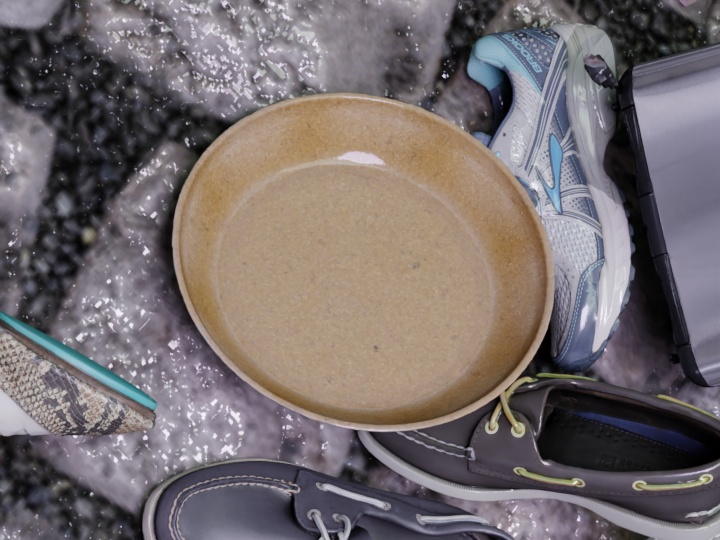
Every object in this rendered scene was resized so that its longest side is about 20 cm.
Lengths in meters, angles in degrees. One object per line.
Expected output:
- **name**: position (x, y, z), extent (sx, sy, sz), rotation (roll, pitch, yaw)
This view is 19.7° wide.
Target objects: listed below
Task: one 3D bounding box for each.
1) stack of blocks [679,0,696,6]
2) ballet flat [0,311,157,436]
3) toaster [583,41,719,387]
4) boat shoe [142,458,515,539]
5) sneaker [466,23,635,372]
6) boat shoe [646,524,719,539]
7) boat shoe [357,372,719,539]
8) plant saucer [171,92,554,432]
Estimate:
- **stack of blocks**: position (0.229, -0.217, 1.256), extent (0.200, 0.058, 0.115), rotation (43, 62, -13)
- **ballet flat**: position (-0.191, 0.031, 0.977), extent (0.200, 0.068, 0.075), rotation (41, 85, -8)
- **toaster**: position (0.225, -0.036, 1.133), extent (0.200, 0.118, 0.183), rotation (3, 73, -63)
- **boat shoe**: position (-0.010, 0.133, 1.042), extent (0.198, 0.063, 0.073), rotation (13, 72, -25)
- **sneaker**: position (0.096, -0.040, 1.145), extent (0.085, 0.078, 0.202), rotation (2, 70, -15)
- **boat shoe**: position (0.143, 0.191, 1.063), extent (0.201, 0.060, 0.072), rotation (-36, 89, -1)
- **boat shoe**: position (0.096, 0.082, 1.062), extent (0.199, 0.061, 0.072), rotation (12, 50, 9)
- **plant saucer**: position (0.000, 0.000, 1.065), extent (0.198, 0.036, 0.202), rotation (6, 58, -9)
